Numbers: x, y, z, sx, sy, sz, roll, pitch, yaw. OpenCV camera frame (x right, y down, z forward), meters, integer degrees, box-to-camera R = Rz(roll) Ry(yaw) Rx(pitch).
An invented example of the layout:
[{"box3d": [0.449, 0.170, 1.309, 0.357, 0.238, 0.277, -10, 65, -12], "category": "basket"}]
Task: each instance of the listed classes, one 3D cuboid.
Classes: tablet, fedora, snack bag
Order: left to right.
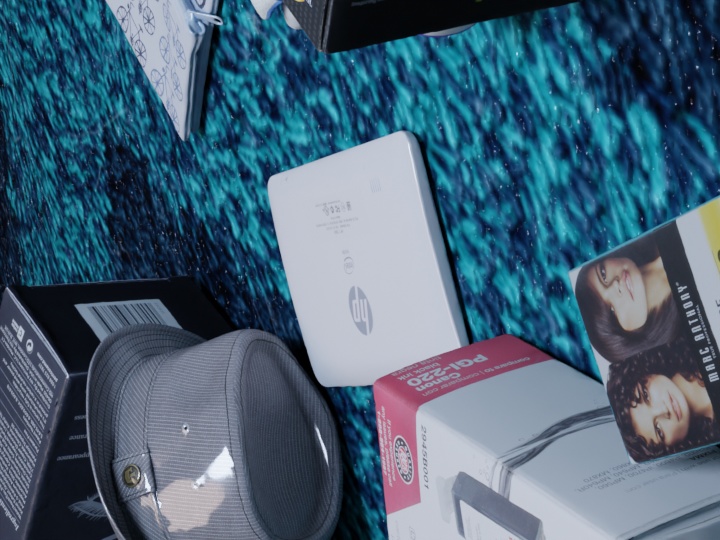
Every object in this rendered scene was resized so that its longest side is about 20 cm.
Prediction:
[{"box3d": [-0.134, -0.215, 1.115, 0.190, 0.021, 0.201, 61, 153, 29], "category": "snack bag"}, {"box3d": [-0.074, 0.107, 1.047, 0.090, 0.176, 0.202, -29, 56, 34], "category": "fedora"}, {"box3d": [0.000, 0.000, 0.958, 0.200, 0.014, 0.132, -10, 94, 66], "category": "tablet"}]

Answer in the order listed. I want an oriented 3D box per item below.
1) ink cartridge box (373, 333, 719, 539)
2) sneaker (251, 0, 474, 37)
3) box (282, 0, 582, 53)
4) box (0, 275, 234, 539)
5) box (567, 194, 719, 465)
[{"box3d": [0.091, 0.131, 0.752, 0.200, 0.084, 0.147, 27, 128, 57], "category": "ink cartridge box"}, {"box3d": [-0.004, -0.150, 0.815, 0.201, 0.080, 0.147, 58, 159, 27], "category": "sneaker"}, {"box3d": [0.042, -0.151, 0.551, 0.161, 0.198, 0.045, 58, 150, 34], "category": "box"}, {"box3d": [-0.179, 0.116, 1.190, 0.104, 0.147, 0.201, 46, 126, 41], "category": "box"}, {"box3d": [0.148, 0.009, 0.597, 0.200, 0.049, 0.083, -34, 73, 65], "category": "box"}]
